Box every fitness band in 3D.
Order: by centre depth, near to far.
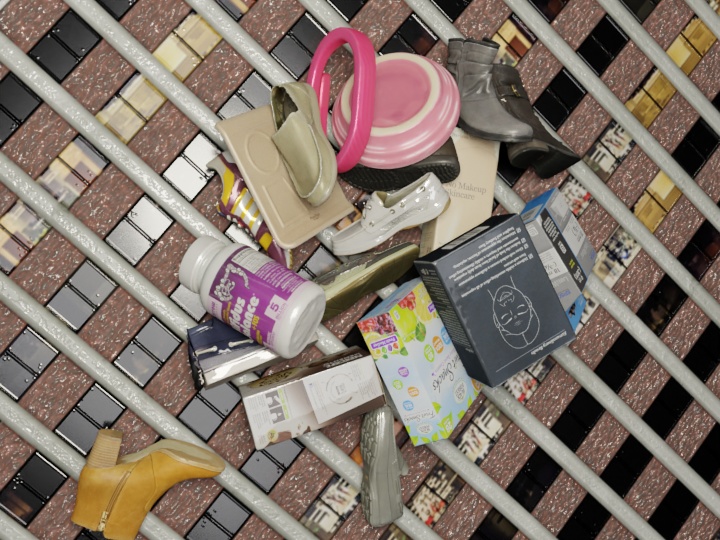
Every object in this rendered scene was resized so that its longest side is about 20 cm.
[{"bbox_3d":[-0.032,-0.243,1.061,0.037,0.143,0.205,4,89,-34],"label":"fitness band"}]

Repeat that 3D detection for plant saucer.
[{"bbox_3d":[0.048,-0.247,1.098,0.196,0.051,0.204,-7,61,12],"label":"plant saucer"}]

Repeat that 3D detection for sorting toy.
[{"bbox_3d":[-0.109,-0.144,1.085,0.185,0.036,0.202,-36,98,-51],"label":"sorting toy"}]

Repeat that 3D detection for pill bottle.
[{"bbox_3d":[-0.156,0.031,1.051,0.198,0.112,0.114,28,84,16],"label":"pill bottle"}]

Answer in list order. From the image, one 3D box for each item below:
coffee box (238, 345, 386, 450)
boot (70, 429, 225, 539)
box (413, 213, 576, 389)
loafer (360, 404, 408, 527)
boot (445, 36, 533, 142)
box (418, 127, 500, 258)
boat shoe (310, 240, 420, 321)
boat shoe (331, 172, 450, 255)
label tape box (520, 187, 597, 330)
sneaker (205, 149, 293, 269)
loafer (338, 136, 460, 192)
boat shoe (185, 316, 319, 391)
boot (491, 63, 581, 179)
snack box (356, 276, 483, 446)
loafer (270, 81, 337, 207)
[{"bbox_3d":[-0.073,0.184,1.096,0.196,0.113,0.081,-17,94,-12],"label":"coffee box"},{"bbox_3d":[-0.306,0.320,1.072,0.197,0.071,0.147,14,93,-9],"label":"boot"},{"bbox_3d":[0.193,0.041,1.080,0.147,0.107,0.203,-28,96,-10],"label":"box"},{"bbox_3d":[0.039,0.294,1.138,0.068,0.070,0.204,-6,109,-21],"label":"loafer"},{"bbox_3d":[0.184,-0.271,1.095,0.069,0.199,0.134,-6,118,-42],"label":"boot"},{"bbox_3d":[0.155,-0.114,1.165,0.093,0.078,0.204,7,88,-11],"label":"box"},{"bbox_3d":[0.000,0.001,1.136,0.199,0.072,0.066,-31,63,-17],"label":"boat shoe"},{"bbox_3d":[0.034,-0.089,1.111,0.197,0.071,0.070,-26,115,15],"label":"boat shoe"},{"bbox_3d":[0.321,-0.012,1.173,0.202,0.063,0.144,57,36,-8],"label":"label tape box"},{"bbox_3d":[-0.163,-0.081,1.101,0.089,0.075,0.204,-19,88,-5],"label":"sneaker"},{"bbox_3d":[0.057,-0.168,1.126,0.196,0.073,0.073,1,63,17],"label":"loafer"},{"bbox_3d":[-0.164,0.099,1.099,0.197,0.075,0.094,-19,78,-23],"label":"boat shoe"},{"bbox_3d":[0.270,-0.247,1.188,0.198,0.069,0.177,7,61,-48],"label":"boot"},{"bbox_3d":[0.095,0.128,1.112,0.168,0.067,0.203,-36,103,-56],"label":"snack box"},{"bbox_3d":[-0.088,-0.181,1.045,0.067,0.075,0.203,7,56,-40],"label":"loafer"}]
